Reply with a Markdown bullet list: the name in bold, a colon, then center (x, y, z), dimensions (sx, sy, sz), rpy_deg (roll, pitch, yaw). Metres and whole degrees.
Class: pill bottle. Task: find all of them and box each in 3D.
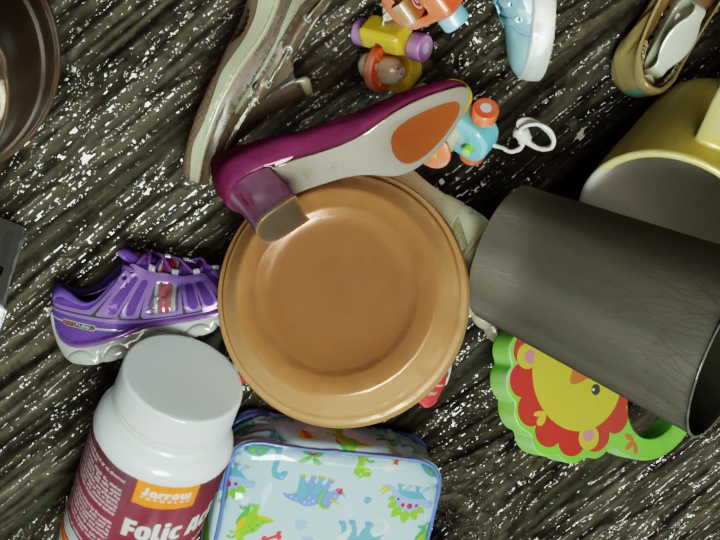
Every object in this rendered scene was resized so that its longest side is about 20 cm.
- **pill bottle**: center (-0.167, 0.157, 0.978), dimensions (0.113, 0.115, 0.201), rpy_deg (13, 125, -15)

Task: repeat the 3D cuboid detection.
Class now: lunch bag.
- **lunch bag**: center (-0.038, 0.214, 1.072), dimensions (0.198, 0.082, 0.162), rpy_deg (8, 104, -14)

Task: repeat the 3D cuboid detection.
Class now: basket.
- **basket**: center (0.194, 0.021, 0.932), dimensions (0.180, 0.199, 0.137), rpy_deg (-15, 124, -55)

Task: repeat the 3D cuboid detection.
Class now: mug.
- **mug**: center (0.286, -0.085, 0.991), dimensions (0.149, 0.186, 0.154), rpy_deg (46, 50, -12)

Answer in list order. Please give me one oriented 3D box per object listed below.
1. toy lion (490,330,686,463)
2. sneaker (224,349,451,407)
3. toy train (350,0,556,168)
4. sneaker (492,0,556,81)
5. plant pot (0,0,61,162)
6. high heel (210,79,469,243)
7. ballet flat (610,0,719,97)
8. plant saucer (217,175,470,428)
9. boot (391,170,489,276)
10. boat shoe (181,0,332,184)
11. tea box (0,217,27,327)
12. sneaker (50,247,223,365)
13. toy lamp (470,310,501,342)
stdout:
- **toy lion**: center (0.209, 0.091, 1.058), dimensions (0.200, 0.069, 0.192), rpy_deg (45, 70, -19)
- **sneaker**: center (-0.018, 0.093, 1.046), dimensions (0.198, 0.077, 0.086), rpy_deg (1, 116, -10)
- **toy train**: center (0.059, -0.149, 0.947), dimensions (0.056, 0.150, 0.200), rpy_deg (-50, 117, -25)
- **sneaker**: center (0.109, -0.251, 0.973), dimensions (0.081, 0.074, 0.202), rpy_deg (-5, 99, -2)
- **plant pot**: center (-0.313, -0.141, 0.844), dimensions (0.198, 0.198, 0.202), rpy_deg (-3, 107, -10)
- **high heel**: center (-0.018, -0.105, 0.918), dimensions (0.199, 0.096, 0.068), rpy_deg (-29, 140, -12)
- **ballet flat**: center (0.281, -0.231, 1.013), dimensions (0.068, 0.063, 0.201), rpy_deg (25, 100, -16)
- **plant saucer**: center (-0.016, 0.018, 0.932), dimensions (0.198, 0.037, 0.202), rpy_deg (-1, 80, 9)
- **boot**: center (0.000, 0.000, 0.986), dimensions (0.155, 0.073, 0.200), rpy_deg (39, 84, 6)
- **boat shoe**: center (-0.072, -0.152, 0.951), dimensions (0.074, 0.075, 0.204), rpy_deg (25, 101, -5)
- **tea box**: center (-0.361, 0.018, 0.880), dimensions (0.195, 0.200, 0.135), rpy_deg (21, 102, -18)
- **sneaker**: center (-0.156, 0.014, 0.990), dimensions (0.198, 0.081, 0.084), rpy_deg (-18, 104, -6)
- **toy lamp**: center (0.129, 0.062, 1.074), dimensions (0.058, 0.058, 0.200), rpy_deg (-44, 111, 4)
